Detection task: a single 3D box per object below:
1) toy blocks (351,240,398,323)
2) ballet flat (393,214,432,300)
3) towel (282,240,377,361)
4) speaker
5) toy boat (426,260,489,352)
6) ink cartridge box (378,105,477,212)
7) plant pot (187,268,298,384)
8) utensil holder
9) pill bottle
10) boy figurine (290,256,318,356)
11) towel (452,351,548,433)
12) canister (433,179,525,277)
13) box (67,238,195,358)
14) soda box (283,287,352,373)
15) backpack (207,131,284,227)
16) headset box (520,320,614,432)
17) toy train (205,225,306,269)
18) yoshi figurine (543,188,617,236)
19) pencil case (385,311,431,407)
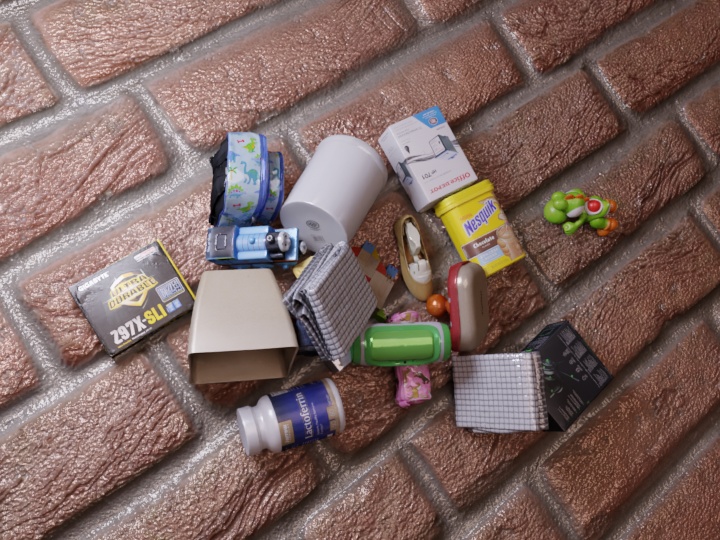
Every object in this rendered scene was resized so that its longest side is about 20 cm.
[{"bbox_3d":[0.000,0.000,1.525,0.199,0.100,0.137,33,59,-8],"label":"toy blocks"},{"bbox_3d":[0.121,-0.031,1.574,0.068,0.063,0.201,-15,82,-19],"label":"ballet flat"},{"bbox_3d":[-0.055,0.060,1.357,0.166,0.085,0.200,65,33,-24],"label":"towel"},{"bbox_3d":[0.080,0.150,1.428,0.199,0.088,0.089,-1,77,-6],"label":"speaker"},{"bbox_3d":[0.208,0.081,1.551,0.130,0.130,0.201,-17,104,-59],"label":"toy boat"},{"bbox_3d":[0.157,-0.259,1.627,0.146,0.086,0.201,-27,85,-20],"label":"ink cartridge box"},{"bbox_3d":[-0.239,0.105,1.373,0.199,0.200,0.178,-2,65,-14],"label":"plant pot"},{"bbox_3d":[-0.057,-0.158,1.471,0.170,0.170,0.200,33,56,-7],"label":"utensil holder"},{"bbox_3d":[-0.139,0.294,1.392,0.199,0.116,0.116,-14,82,-19],"label":"pill bottle"},{"bbox_3d":[-0.106,0.069,1.406,0.124,0.064,0.201,11,70,-49],"label":"boy figurine"},{"bbox_3d":[0.297,0.260,1.489,0.085,0.199,0.167,3,79,-46],"label":"towel"},{"bbox_3d":[0.279,-0.091,1.624,0.148,0.087,0.201,-26,87,-20],"label":"canister"},{"bbox_3d":[-0.449,0.055,1.392,0.199,0.049,0.160,-32,90,-21],"label":"box"},{"bbox_3d":[-0.089,0.118,1.476,0.068,0.064,0.200,-39,90,-21],"label":"soda box"},{"bbox_3d":[-0.232,-0.186,1.431,0.146,0.200,0.184,2,76,-16],"label":"backpack"},{"bbox_3d":[0.440,0.245,1.588,0.200,0.093,0.174,-41,91,-20],"label":"headset box"},{"bbox_3d":[-0.212,-0.047,1.419,0.199,0.114,0.087,-2,79,19],"label":"toy train"},{"bbox_3d":[0.532,-0.145,1.723,0.199,0.113,0.112,12,114,-28],"label":"yoshi figurine"},{"bbox_3d":[0.103,0.190,1.507,0.086,0.083,0.201,-7,80,-9],"label":"pencil case"}]
